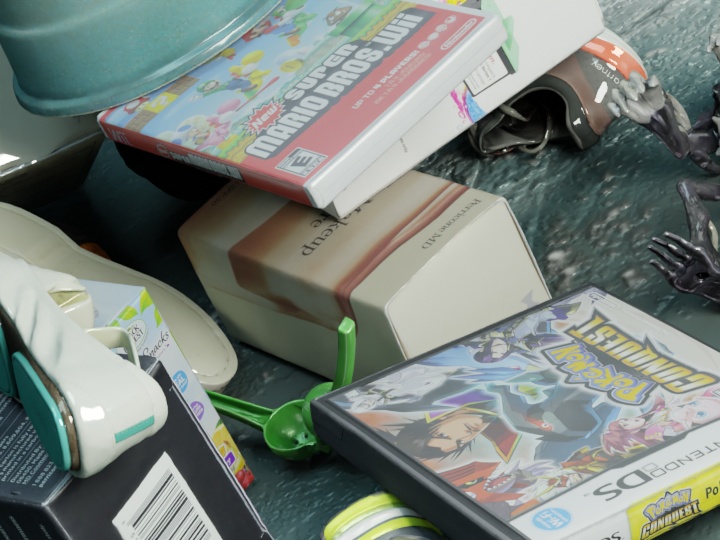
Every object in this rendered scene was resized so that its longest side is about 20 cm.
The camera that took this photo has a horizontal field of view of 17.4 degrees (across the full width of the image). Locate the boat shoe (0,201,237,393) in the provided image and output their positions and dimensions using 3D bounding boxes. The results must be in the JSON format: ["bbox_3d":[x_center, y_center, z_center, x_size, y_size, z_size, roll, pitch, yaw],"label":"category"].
[{"bbox_3d":[-0.162,0.031,1.395,0.199,0.060,0.072,29,31,15],"label":"boat shoe"}]

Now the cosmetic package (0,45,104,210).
[{"bbox_3d":[-0.231,-0.091,1.521,0.103,0.088,0.200,-23,-3,-15],"label":"cosmetic package"}]

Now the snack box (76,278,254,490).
[{"bbox_3d":[-0.169,0.068,1.317,0.199,0.143,0.053,6,46,42],"label":"snack box"}]

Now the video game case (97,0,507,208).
[{"bbox_3d":[-0.034,-0.101,1.243,0.143,0.018,0.199,-43,35,-22],"label":"video game case"}]

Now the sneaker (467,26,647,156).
[{"bbox_3d":[0.077,-0.113,1.440,0.199,0.077,0.082,8,55,45],"label":"sneaker"}]

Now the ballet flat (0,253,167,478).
[{"bbox_3d":[-0.150,0.037,1.158,0.069,0.070,0.200,-35,37,-10],"label":"ballet flat"}]

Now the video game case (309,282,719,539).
[{"bbox_3d":[0.100,0.075,1.160,0.180,0.026,0.200,-22,29,-24],"label":"video game case"}]

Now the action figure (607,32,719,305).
[{"bbox_3d":[0.204,-0.079,1.272,0.118,0.102,0.201,-25,33,28],"label":"action figure"}]

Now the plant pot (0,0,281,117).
[{"bbox_3d":[-0.154,-0.224,1.313,0.199,0.197,0.201,-22,30,13],"label":"plant pot"}]

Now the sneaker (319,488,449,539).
[{"bbox_3d":[-0.026,0.187,1.117,0.200,0.074,0.081,-41,38,-15],"label":"sneaker"}]

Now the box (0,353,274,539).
[{"bbox_3d":[-0.167,0.124,1.235,0.199,0.149,0.105,5,46,40],"label":"box"}]

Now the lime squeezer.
[{"bbox_3d":[-0.033,0.067,1.266,0.038,0.071,0.200,-37,9,-32],"label":"lime squeezer"}]

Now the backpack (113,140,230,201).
[{"bbox_3d":[-0.065,-0.154,1.519,0.200,0.126,0.168,-44,32,29],"label":"backpack"}]

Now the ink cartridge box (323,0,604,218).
[{"bbox_3d":[0.016,-0.134,1.351,0.199,0.084,0.145,-36,33,-16],"label":"ink cartridge box"}]

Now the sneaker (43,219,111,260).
[{"bbox_3d":[-0.241,0.039,1.480,0.076,0.092,0.199,41,47,23],"label":"sneaker"}]

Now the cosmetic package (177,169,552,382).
[{"bbox_3d":[0.000,0.000,1.330,0.103,0.088,0.199,-42,35,-24],"label":"cosmetic package"}]
